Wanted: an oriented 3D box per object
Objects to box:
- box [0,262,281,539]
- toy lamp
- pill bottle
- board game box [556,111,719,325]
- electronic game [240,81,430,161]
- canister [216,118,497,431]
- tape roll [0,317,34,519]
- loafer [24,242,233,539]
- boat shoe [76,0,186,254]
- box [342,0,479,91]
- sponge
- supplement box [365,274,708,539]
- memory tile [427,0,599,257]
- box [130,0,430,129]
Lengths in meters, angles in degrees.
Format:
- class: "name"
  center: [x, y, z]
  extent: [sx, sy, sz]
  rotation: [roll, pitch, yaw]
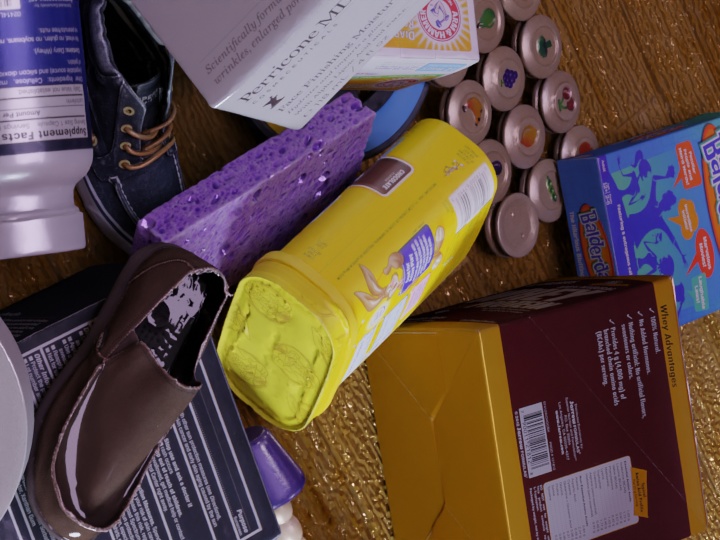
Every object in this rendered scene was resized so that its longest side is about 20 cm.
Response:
- class: "box"
  center: [-0.185, 0.122, 1.525]
  extent: [0.198, 0.123, 0.201]
  rotation: [-27, 104, -35]
- class: "toy lamp"
  center: [-0.044, 0.202, 1.682]
  extent: [0.058, 0.058, 0.200]
  rotation: [-34, 111, -34]
- class: "pill bottle"
  center: [-0.228, -0.107, 1.501]
  extent: [0.115, 0.116, 0.201]
  rotation: [-7, 94, -39]
- class: "board game box"
  center: [0.246, -0.035, 1.912]
  extent: [0.200, 0.045, 0.153]
  rotation: [-20, 102, -45]
- class: "electronic game"
  center: [-0.024, -0.174, 1.714]
  extent: [0.200, 0.042, 0.201]
  rotation: [1, 88, -38]
- class: "canister"
  center: [0.000, 0.000, 1.666]
  extent: [0.086, 0.149, 0.200]
  rotation: [38, 55, 12]
- class: "tape roll"
  center: [-0.290, 0.086, 1.388]
  extent: [0.202, 0.037, 0.203]
  rotation: [0, 102, 0]
- class: "loafer"
  center: [-0.139, 0.070, 1.443]
  extent: [0.073, 0.071, 0.200]
  rotation: [32, 68, -32]
- class: "boat shoe"
  center: [-0.150, -0.093, 1.579]
  extent: [0.071, 0.091, 0.201]
  rotation: [-38, 112, -33]
- class: "box"
  center: [0.001, -0.230, 1.652]
  extent: [0.112, 0.101, 0.201]
  rotation: [0, 82, -35]
- class: "sponge"
  center: [-0.076, -0.037, 1.628]
  extent: [0.030, 0.112, 0.200]
  rotation: [42, 54, 20]
- class: "supplement box"
  center: [0.131, 0.118, 1.774]
  extent: [0.200, 0.133, 0.198]
  rotation: [-13, 97, -38]
- class: "memory tile"
  center: [0.116, -0.124, 1.821]
  extent: [0.153, 0.017, 0.200]
  rotation: [-43, 121, -37]
- class: "box"
  center: [-0.054, -0.230, 1.527]
  extent: [0.200, 0.199, 0.131]
  rotation: [53, 18, 19]
